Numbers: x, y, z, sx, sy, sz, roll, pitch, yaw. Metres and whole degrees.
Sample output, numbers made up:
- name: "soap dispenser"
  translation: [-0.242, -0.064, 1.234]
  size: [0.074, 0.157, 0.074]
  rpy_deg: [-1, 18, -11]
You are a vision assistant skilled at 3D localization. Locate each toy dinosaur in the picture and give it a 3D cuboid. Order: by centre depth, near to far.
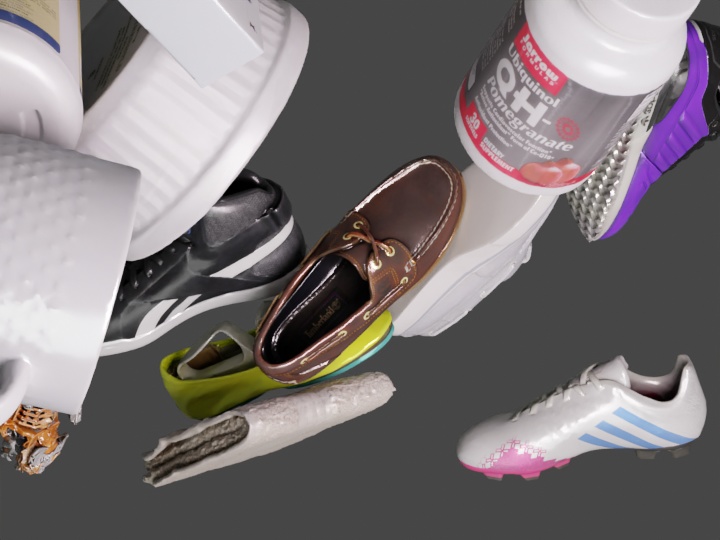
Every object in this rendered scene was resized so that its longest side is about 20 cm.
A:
- name: "toy dinosaur"
  translation: [-0.244, 0.041, 1.707]
  size: [0.102, 0.136, 0.200]
  rpy_deg: [1, 106, -59]

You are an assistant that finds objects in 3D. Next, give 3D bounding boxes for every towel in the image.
- name: "towel"
  translation: [-0.074, 0.116, 1.796]
  size: [0.132, 0.035, 0.200]
  rpy_deg: [-15, 174, -33]

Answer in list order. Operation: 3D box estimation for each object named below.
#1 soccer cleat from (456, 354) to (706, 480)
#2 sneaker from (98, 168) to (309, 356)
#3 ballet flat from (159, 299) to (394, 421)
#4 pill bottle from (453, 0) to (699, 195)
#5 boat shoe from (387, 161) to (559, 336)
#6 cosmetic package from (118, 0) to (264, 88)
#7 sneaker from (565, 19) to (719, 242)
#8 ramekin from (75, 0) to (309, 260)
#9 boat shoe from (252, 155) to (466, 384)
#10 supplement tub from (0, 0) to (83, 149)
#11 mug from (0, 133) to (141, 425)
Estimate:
- name: "soccer cleat"
  translation: [0.171, 0.107, 1.898]
  size: [0.200, 0.070, 0.086]
  rpy_deg: [-8, 118, -5]
- name: "sneaker"
  translation: [-0.143, -0.018, 1.726]
  size: [0.200, 0.073, 0.112]
  rpy_deg: [-20, 130, -2]
- name: "ballet flat"
  translation: [-0.070, 0.058, 1.791]
  size: [0.200, 0.067, 0.067]
  rpy_deg: [-23, 118, 34]
- name: "pill bottle"
  translation: [0.145, -0.143, 1.585]
  size: [0.110, 0.111, 0.200]
  rpy_deg: [9, 148, -17]
- name: "boat shoe"
  translation: [0.087, -0.015, 1.763]
  size: [0.068, 0.072, 0.200]
  rpy_deg: [14, 128, -40]
- name: "cosmetic package"
  translation: [-0.124, -0.226, 1.437]
  size: [0.052, 0.200, 0.151]
  rpy_deg: [-27, 132, 17]
- name: "sneaker"
  translation: [0.213, -0.096, 1.705]
  size: [0.099, 0.070, 0.200]
  rpy_deg: [-6, 141, -23]
- name: "ramekin"
  translation: [-0.131, -0.112, 1.554]
  size: [0.094, 0.203, 0.202]
  rpy_deg: [37, 119, -21]
- name: "boat shoe"
  translation: [0.000, 0.000, 1.710]
  size: [0.200, 0.070, 0.070]
  rpy_deg: [-52, 166, 1]
- name: "supplement tub"
  translation: [-0.244, -0.149, 1.489]
  size: [0.144, 0.200, 0.145]
  rpy_deg: [-4, 133, -4]
- name: "mug"
  translation: [-0.231, 0.010, 1.366]
  size: [0.175, 0.200, 0.148]
  rpy_deg: [15, 140, -9]
